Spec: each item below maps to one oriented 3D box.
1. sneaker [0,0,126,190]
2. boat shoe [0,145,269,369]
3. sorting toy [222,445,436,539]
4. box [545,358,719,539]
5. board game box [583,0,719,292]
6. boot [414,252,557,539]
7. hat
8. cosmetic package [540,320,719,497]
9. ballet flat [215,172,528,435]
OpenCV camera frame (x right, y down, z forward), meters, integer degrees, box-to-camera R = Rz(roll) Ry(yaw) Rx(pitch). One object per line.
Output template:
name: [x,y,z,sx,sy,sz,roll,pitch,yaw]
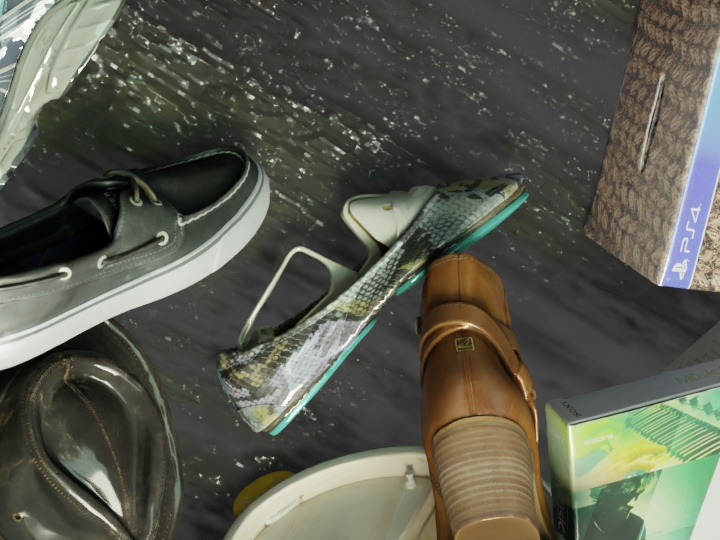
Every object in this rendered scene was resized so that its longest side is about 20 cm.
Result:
sneaker: [-0.197,-0.088,1.305,0.086,0.078,0.200,34,96,-7]
boat shoe: [-0.127,-0.017,1.322,0.200,0.069,0.057,-32,138,-29]
sorting toy: [-0.019,0.224,1.448,0.200,0.107,0.180,-57,140,-39]
box: [0.177,0.149,1.436,0.144,0.036,0.200,-14,113,-17]
board game box: [0.248,-0.071,1.464,0.200,0.097,0.160,5,106,-24]
boot: [0.062,0.095,1.404,0.077,0.155,0.200,-11,152,6]
hat: [-0.142,0.100,1.330,0.201,0.081,0.201,11,74,-42]
cosmetic package: [0.213,0.096,1.508,0.200,0.101,0.071,-39,119,-4]
ballet flat: [0.000,0.000,1.411,0.200,0.072,0.072,-43,118,-4]
